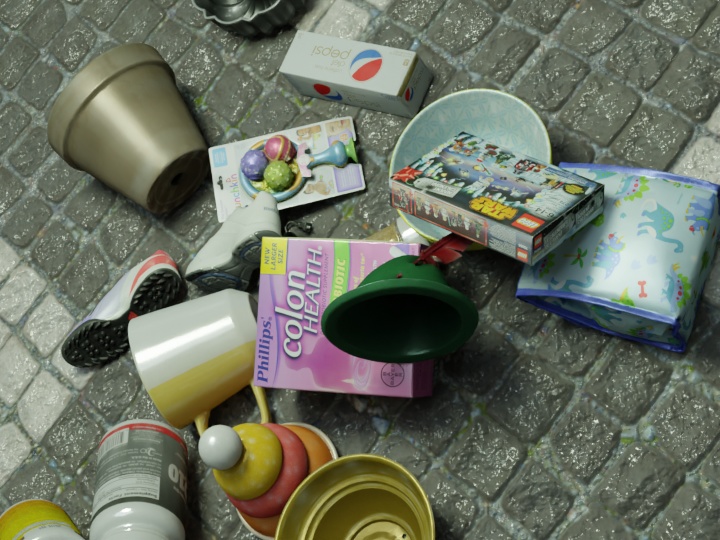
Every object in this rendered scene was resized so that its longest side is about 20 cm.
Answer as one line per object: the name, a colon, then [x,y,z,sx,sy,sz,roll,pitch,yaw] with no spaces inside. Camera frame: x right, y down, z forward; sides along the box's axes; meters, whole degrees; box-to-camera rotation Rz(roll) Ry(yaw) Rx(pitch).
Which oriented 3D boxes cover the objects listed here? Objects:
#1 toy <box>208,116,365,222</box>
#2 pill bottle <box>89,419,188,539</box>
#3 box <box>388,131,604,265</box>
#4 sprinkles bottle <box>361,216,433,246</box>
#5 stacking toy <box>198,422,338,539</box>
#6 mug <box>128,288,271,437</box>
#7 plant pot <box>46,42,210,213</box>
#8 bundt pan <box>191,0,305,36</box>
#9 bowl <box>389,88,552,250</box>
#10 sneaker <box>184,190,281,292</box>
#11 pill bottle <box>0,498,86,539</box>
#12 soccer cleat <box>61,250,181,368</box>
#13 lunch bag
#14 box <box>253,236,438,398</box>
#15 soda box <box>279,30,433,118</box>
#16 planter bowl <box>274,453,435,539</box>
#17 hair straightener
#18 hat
toy: [-0.100,-0.142,1.833,0.197,0.047,0.117,-11,63,0]
pill bottle: [-0.264,0.287,1.674,0.113,0.114,0.201,-25,37,15]
box: [0.148,-0.083,1.533,0.199,0.040,0.136,24,43,34]
sprinkles bottle: [0.000,0.000,1.736,0.198,0.068,0.069,-29,57,13]
stacking toy: [-0.121,0.220,1.614,0.144,0.200,0.148,-11,62,22]
mug: [-0.182,0.114,1.758,0.152,0.188,0.150,-25,21,4]
plant pot: [-0.300,-0.180,1.924,0.200,0.200,0.174,-46,71,1]
bundt pan: [-0.144,-0.421,2.007,0.199,0.076,0.205,-12,61,23]
bowl: [0.142,-0.104,1.682,0.197,0.108,0.203,-7,66,16]
sneaker: [-0.159,-0.032,1.810,0.199,0.074,0.088,-30,46,43]
pill bottle: [-0.393,0.346,1.712,0.110,0.109,0.200,-57,22,-7]
soccer cleat: [-0.324,0.053,1.892,0.200,0.068,0.073,-41,31,9]
lunch bag: [0.288,-0.022,1.561,0.198,0.128,0.172,15,74,21]
box: [-0.015,0.054,1.651,0.197,0.097,0.179,3,87,18]
soda box: [-0.007,-0.263,1.869,0.198,0.064,0.069,16,75,32]
planter bowl: [0.007,0.315,1.572,0.198,0.083,0.203,-11,63,23]
hair straightener: [-0.103,-0.048,1.827,0.076,0.041,0.202,-13,56,21]
hat: [0.048,-0.011,1.548,0.165,0.198,0.178,-34,46,40]
